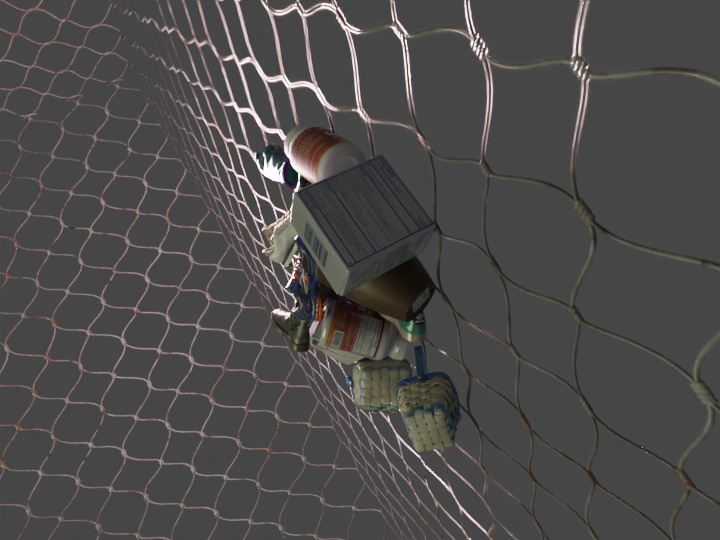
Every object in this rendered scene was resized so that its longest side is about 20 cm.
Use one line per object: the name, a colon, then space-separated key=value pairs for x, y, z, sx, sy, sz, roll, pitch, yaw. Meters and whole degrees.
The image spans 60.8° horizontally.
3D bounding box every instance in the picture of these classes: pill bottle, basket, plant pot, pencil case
pill bottle: x=-0.080 y=-0.236 z=1.279 sx=0.200 sy=0.112 sz=0.113 roll=41 pitch=153 yaw=48
basket: x=0.155 y=0.298 z=1.407 sx=0.201 sy=0.138 sz=0.177 roll=-97 pitch=-10 yaw=-53
plant pot: x=0.046 y=0.006 z=1.232 sx=0.200 sy=0.187 sz=0.187 roll=37 pitch=154 yaw=23
basket: x=0.052 y=0.290 z=1.573 sx=0.200 sy=0.175 sz=0.140 roll=-170 pitch=79 yaw=-88
pencil case: x=-0.203 y=-0.276 z=1.607 sx=0.200 sy=0.085 sz=0.093 roll=33 pitch=124 yaw=55
pill bottle: x=0.011 y=0.145 z=1.443 sx=0.112 sy=0.199 sz=0.113 roll=-165 pitch=90 yaw=-86

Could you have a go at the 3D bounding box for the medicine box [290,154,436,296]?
medicine box: x=0.003 y=-0.086 z=1.126 sx=0.183 sy=0.199 sz=0.103 roll=55 pitch=156 yaw=18

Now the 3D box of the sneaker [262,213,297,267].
sneaker: x=-0.184 y=-0.108 z=1.609 sx=0.080 sy=0.201 sz=0.076 roll=27 pitch=-166 yaw=-6

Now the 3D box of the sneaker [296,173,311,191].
sneaker: x=-0.118 y=-0.225 z=1.487 sx=0.200 sy=0.071 sz=0.073 roll=115 pitch=156 yaw=-60

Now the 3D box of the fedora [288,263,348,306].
fedora: x=-0.086 y=0.021 z=1.602 sx=0.200 sy=0.090 sz=0.177 roll=45 pitch=180 yaw=23

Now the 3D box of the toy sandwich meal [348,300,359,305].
toy sandwich meal: x=-0.010 y=0.130 z=1.729 sx=0.205 sy=0.070 sz=0.205 roll=45 pitch=164 yaw=17

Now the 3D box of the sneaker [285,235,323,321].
sneaker: x=-0.129 y=0.021 z=1.364 sx=0.075 sy=0.078 sz=0.202 roll=-144 pitch=48 yaw=-79

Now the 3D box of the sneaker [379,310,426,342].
sneaker: x=0.094 y=0.079 z=1.364 sx=0.200 sy=0.071 sz=0.080 roll=-136 pitch=43 yaw=-57

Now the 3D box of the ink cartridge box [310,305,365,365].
ink cartridge box: x=-0.059 y=0.173 z=1.600 sx=0.147 sy=0.086 sz=0.200 roll=26 pitch=163 yaw=-6

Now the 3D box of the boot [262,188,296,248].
boot: x=-0.195 y=-0.142 z=1.665 sx=0.073 sy=0.155 sz=0.201 roll=55 pitch=164 yaw=41

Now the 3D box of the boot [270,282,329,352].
boot: x=-0.148 y=0.074 z=1.503 sx=0.182 sy=0.072 sz=0.201 roll=38 pitch=124 yaw=43
